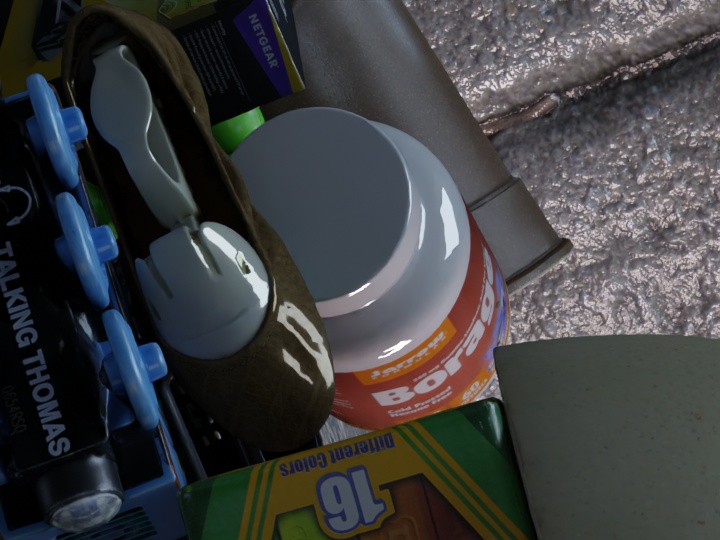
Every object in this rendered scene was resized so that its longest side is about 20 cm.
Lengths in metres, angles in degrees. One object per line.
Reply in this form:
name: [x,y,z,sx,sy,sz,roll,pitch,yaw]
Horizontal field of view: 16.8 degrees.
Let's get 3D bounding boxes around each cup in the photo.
cup: [0.144,0.107,0.923,0.200,0.142,0.202,-17,90,-87]

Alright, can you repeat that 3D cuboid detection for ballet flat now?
ballet flat: [-0.071,-0.023,0.955,0.072,0.068,0.201,48,18,-69]

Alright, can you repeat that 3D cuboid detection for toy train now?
toy train: [-0.125,0.017,0.929,0.114,0.086,0.201,79,-9,-63]

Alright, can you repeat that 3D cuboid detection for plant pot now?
plant pot: [-0.015,-0.053,1.353,0.199,0.199,0.200,62,6,-4]

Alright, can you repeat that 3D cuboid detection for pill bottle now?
pill bottle: [0.000,0.000,1.083,0.200,0.112,0.113,52,17,-70]

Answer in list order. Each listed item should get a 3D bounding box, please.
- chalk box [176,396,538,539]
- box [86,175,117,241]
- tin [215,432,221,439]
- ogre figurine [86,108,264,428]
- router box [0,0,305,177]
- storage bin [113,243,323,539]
chalk box: [0.022,0.160,0.917,0.124,0.124,0.201,32,41,-84]
box: [-0.142,-0.109,1.414,0.200,0.049,0.199,-99,169,-58]
tin: [-0.078,0.092,1.354,0.112,0.042,0.200,64,6,-4]
ogre figurine: [-0.087,-0.019,1.232,0.098,0.119,0.201,58,11,-64]
router box: [-0.112,-0.114,1.152,0.200,0.156,0.052,-102,170,-64]
storage bin: [-0.084,0.061,1.089,0.200,0.093,0.136,-81,149,-78]
